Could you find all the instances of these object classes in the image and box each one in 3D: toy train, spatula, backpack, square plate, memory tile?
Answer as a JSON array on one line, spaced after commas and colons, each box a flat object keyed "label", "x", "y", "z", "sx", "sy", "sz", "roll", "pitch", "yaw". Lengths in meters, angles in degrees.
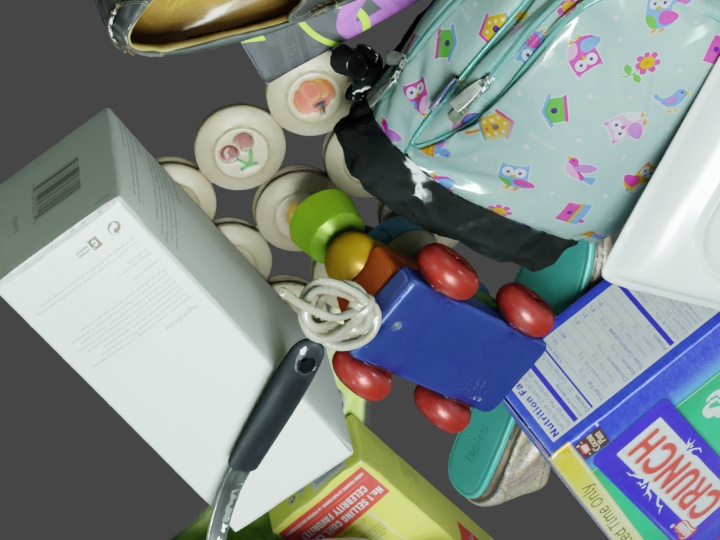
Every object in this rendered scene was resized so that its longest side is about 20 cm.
[{"label": "toy train", "x": 0.000, "y": 0.000, "z": 1.112, "sx": 0.085, "sy": 0.116, "sz": 0.200, "roll": -50, "pitch": 140, "yaw": 13}, {"label": "spatula", "x": -0.066, "y": 0.117, "z": 1.134, "sx": 0.056, "sy": 0.021, "sz": 0.200, "roll": 13, "pitch": 113, "yaw": -32}, {"label": "backpack", "x": 0.103, "y": -0.100, "z": 1.106, "sx": 0.167, "sy": 0.127, "sz": 0.200, "roll": 19, "pitch": 124, "yaw": -38}, {"label": "square plate", "x": 0.244, "y": -0.052, "z": 1.087, "sx": 0.198, "sy": 0.028, "sz": 0.200, "roll": 15, "pitch": 113, "yaw": -30}, {"label": "memory tile", "x": -0.053, "y": -0.019, "z": 1.205, "sx": 0.200, "sy": 0.017, "sz": 0.153, "roll": -36, "pitch": 119, "yaw": 11}]

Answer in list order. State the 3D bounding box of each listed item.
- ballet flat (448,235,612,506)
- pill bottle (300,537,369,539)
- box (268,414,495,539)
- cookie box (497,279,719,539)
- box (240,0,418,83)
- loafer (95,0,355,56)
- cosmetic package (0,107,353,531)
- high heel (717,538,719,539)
[{"label": "ballet flat", "x": 0.111, "y": 0.048, "z": 1.253, "sx": 0.067, "sy": 0.068, "sz": 0.200, "roll": 2, "pitch": 126, "yaw": -34}, {"label": "pill bottle", "x": -0.082, "y": 0.211, "z": 1.246, "sx": 0.199, "sy": 0.112, "sz": 0.112, "roll": -7, "pitch": 124, "yaw": 24}, {"label": "box", "x": 0.036, "y": 0.175, "z": 1.310, "sx": 0.075, "sy": 0.050, "sz": 0.200, "roll": -39, "pitch": 118, "yaw": 13}, {"label": "cookie box", "x": 0.192, "y": 0.059, "z": 1.213, "sx": 0.200, "sy": 0.075, "sz": 0.171, "roll": -38, "pitch": 138, "yaw": 1}, {"label": "box", "x": 0.004, "y": -0.200, "z": 1.101, "sx": 0.200, "sy": 0.036, "sz": 0.143, "roll": -29, "pitch": 120, "yaw": 5}, {"label": "loafer", "x": -0.030, "y": -0.147, "z": 1.063, "sx": 0.199, "sy": 0.072, "sz": 0.073, "roll": -23, "pitch": 120, "yaw": 2}, {"label": "cosmetic package", "x": -0.097, "y": 0.026, "z": 1.152, "sx": 0.085, "sy": 0.108, "sz": 0.200, "roll": -34, "pitch": 118, "yaw": 10}, {"label": "high heel", "x": 0.162, "y": 0.225, "z": 1.312, "sx": 0.096, "sy": 0.067, "sz": 0.200, "roll": 42, "pitch": 63, "yaw": -19}]
